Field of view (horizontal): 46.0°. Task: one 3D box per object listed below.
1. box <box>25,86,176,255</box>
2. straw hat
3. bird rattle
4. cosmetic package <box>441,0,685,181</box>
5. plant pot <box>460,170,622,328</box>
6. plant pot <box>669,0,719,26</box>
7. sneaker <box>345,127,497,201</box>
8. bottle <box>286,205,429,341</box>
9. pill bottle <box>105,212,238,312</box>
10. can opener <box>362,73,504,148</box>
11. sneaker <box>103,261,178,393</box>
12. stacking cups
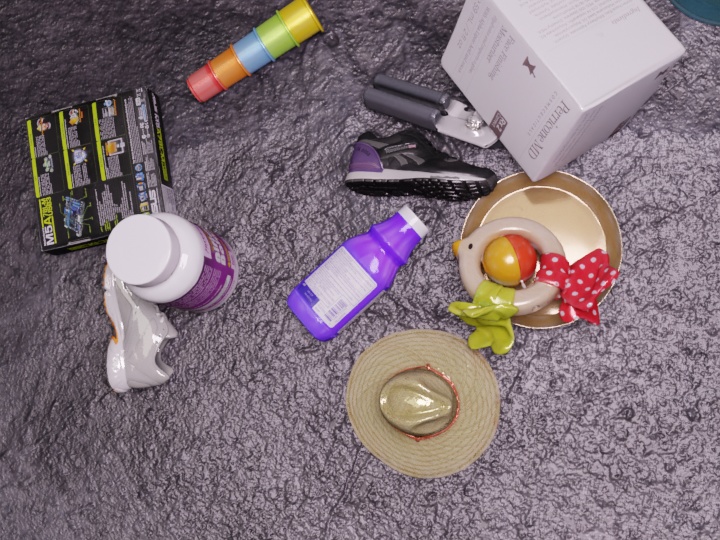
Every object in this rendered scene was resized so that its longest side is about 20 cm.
[{"bbox_3d":[-0.366,-0.139,1.193,0.192,0.048,0.201,-13,81,12],"label":"box"},{"bbox_3d":[0.070,0.163,1.042,0.200,0.085,0.202,-2,81,11],"label":"straw hat"},{"bbox_3d":[0.194,0.003,1.009,0.199,0.113,0.164,-25,62,4],"label":"bird rattle"},{"bbox_3d":[0.231,-0.252,1.003,0.164,0.165,0.200,-30,75,-19],"label":"cosmetic package"},{"bbox_3d":[0.225,-0.027,1.067,0.199,0.027,0.201,-1,83,11],"label":"plant pot"},{"bbox_3d":[0.457,-0.418,0.991,0.199,0.188,0.201,-2,83,12],"label":"plant pot"},{"bbox_3d":[0.078,-0.143,1.082,0.199,0.076,0.088,6,77,20],"label":"sneaker"},{"bbox_3d":[0.000,0.000,1.089,0.200,0.065,0.084,-43,77,3],"label":"bottle"},{"bbox_3d":[-0.235,-0.011,1.068,0.112,0.200,0.113,-2,82,11],"label":"pill bottle"},{"bbox_3d":[0.096,-0.199,1.101,0.199,0.067,0.053,25,66,21],"label":"can opener"},{"bbox_3d":[-0.291,0.061,1.143,0.091,0.076,0.201,-3,89,3],"label":"sneaker"},{"bbox_3d":[-0.150,-0.303,1.163,0.199,0.060,0.061,-30,78,6],"label":"stacking cups"}]
